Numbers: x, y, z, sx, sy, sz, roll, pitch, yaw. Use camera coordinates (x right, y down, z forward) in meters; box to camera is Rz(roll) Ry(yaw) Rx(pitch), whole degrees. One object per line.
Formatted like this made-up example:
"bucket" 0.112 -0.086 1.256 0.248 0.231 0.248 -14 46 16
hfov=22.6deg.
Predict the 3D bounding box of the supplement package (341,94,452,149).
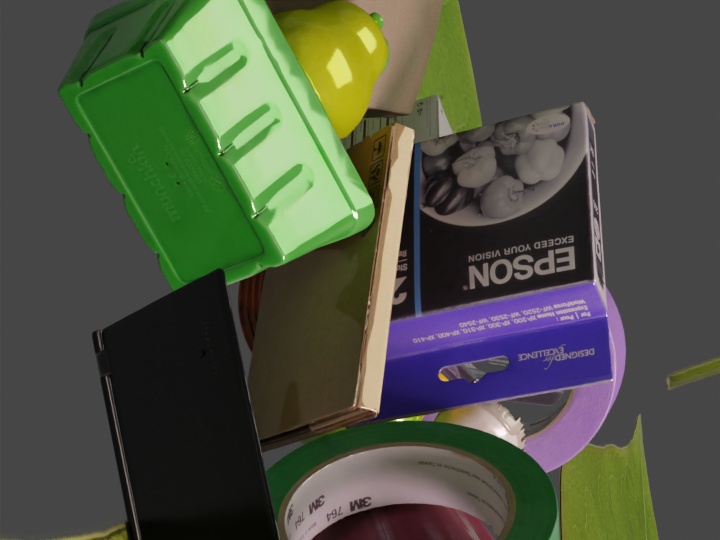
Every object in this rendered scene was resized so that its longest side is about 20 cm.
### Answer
"supplement package" 0.059 -0.038 1.767 0.156 0.110 0.201 -88 158 -50

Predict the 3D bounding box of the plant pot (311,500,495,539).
"plant pot" 0.027 0.230 1.231 0.200 0.199 0.179 59 5 -46

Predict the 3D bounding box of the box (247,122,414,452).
"box" -0.025 0.015 1.226 0.021 0.163 0.201 18 67 -27

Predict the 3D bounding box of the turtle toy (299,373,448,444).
"turtle toy" 0.001 0.097 1.377 0.101 0.146 0.200 43 14 2

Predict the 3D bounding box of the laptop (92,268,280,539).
"laptop" -0.079 0.115 1.053 0.200 0.115 0.188 24 52 -72

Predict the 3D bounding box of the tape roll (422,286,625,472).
"tape roll" 0.120 0.071 1.514 0.066 0.199 0.201 -33 107 -73

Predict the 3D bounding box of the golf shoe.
"golf shoe" 0.053 0.174 1.384 0.078 0.200 0.097 41 41 6

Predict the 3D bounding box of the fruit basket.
"fruit basket" -0.072 -0.106 1.179 0.215 0.155 0.217 33 48 -45

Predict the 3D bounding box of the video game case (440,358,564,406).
"video game case" 0.053 0.034 1.388 0.200 0.019 0.143 44 17 30

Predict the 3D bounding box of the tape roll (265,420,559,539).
"tape roll" 0.024 0.167 1.117 0.201 0.199 0.048 -79 166 -61

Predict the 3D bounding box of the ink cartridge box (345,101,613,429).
"ink cartridge box" 0.071 -0.004 1.235 0.043 0.197 0.201 47 36 -53

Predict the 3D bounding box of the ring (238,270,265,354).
"ring" 0.000 0.000 1.306 0.019 0.199 0.201 51 27 -55

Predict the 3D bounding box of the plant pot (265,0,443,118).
"plant pot" -0.046 -0.204 1.362 0.200 0.199 0.178 -4 93 -66
